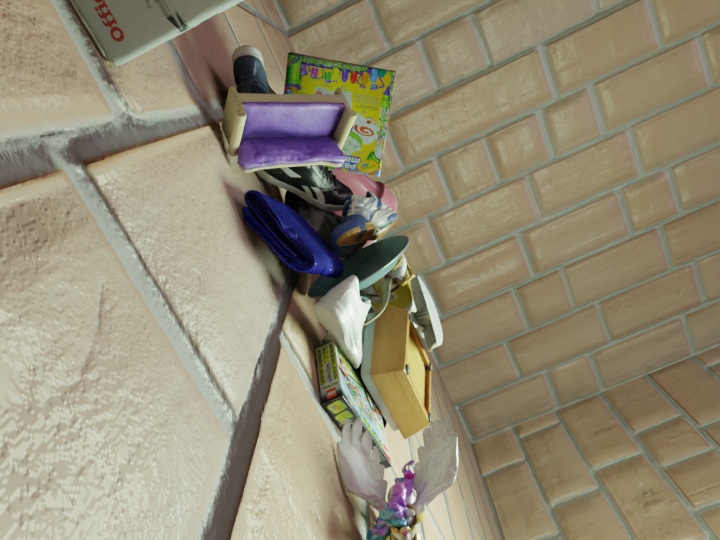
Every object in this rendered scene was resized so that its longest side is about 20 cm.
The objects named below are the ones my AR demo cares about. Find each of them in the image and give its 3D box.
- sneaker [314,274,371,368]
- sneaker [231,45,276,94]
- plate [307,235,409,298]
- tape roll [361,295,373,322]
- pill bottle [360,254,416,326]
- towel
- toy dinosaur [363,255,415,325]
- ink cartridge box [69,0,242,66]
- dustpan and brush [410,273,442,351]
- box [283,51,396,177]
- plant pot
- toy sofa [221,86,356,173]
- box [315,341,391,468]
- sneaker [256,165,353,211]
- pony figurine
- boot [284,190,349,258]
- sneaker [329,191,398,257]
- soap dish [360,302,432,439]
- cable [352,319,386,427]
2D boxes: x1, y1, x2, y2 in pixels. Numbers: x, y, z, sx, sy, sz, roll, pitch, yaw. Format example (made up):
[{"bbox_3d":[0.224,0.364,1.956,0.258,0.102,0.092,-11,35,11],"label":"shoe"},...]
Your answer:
[{"bbox_3d":[-0.014,0.083,0.889,0.075,0.089,0.201,28,-27,20],"label":"sneaker"},{"bbox_3d":[-0.183,-0.277,1.017,0.203,0.076,0.148,71,8,-67],"label":"sneaker"},{"bbox_3d":[0.000,0.000,0.964,0.026,0.198,0.200,60,9,-14],"label":"plate"},{"bbox_3d":[-0.009,0.094,1.149,0.200,0.065,0.202,-24,91,-82],"label":"tape roll"},{"bbox_3d":[0.065,0.045,1.152,0.201,0.110,0.112,59,10,-51],"label":"pill bottle"},{"bbox_3d":[-0.101,-0.044,0.863,0.148,0.049,0.200,49,6,10],"label":"towel"},{"bbox_3d":[0.044,0.024,1.011,0.060,0.106,0.201,47,14,-31],"label":"toy dinosaur"},{"bbox_3d":[-0.193,-0.318,0.554,0.083,0.198,0.148,-106,171,-64],"label":"ink cartridge box"},{"bbox_3d":[0.125,0.102,1.095,0.200,0.057,0.141,42,31,-64],"label":"dustpan and brush"},{"bbox_3d":[-0.050,-0.296,1.074,0.122,0.197,0.195,-107,-154,-72],"label":"box"},{"bbox_3d":[-0.045,-0.156,1.242,0.179,0.199,0.201,47,15,-23],"label":"plant pot"},{"bbox_3d":[-0.106,-0.220,0.870,0.098,0.198,0.083,65,-34,25],"label":"toy sofa"},{"bbox_3d":[-0.010,0.217,0.881,0.111,0.034,0.201,-104,168,-51],"label":"box"},{"bbox_3d":[-0.075,-0.180,0.989,0.198,0.112,0.074,18,43,-31],"label":"sneaker"},{"bbox_3d":[0.057,0.308,0.745,0.194,0.164,0.202,-94,176,-48],"label":"pony figurine"},{"bbox_3d":[-0.073,-0.109,1.069,0.129,0.068,0.202,16,44,-27],"label":"boot"},{"bbox_3d":[-0.012,-0.088,1.001,0.088,0.075,0.200,46,30,8],"label":"sneaker"},{"bbox_3d":[0.071,0.179,1.005,0.159,0.080,0.201,-81,154,-45],"label":"soap dish"},{"bbox_3d":[0.006,0.186,0.997,0.097,0.050,0.203,-2,74,-53],"label":"cable"}]
